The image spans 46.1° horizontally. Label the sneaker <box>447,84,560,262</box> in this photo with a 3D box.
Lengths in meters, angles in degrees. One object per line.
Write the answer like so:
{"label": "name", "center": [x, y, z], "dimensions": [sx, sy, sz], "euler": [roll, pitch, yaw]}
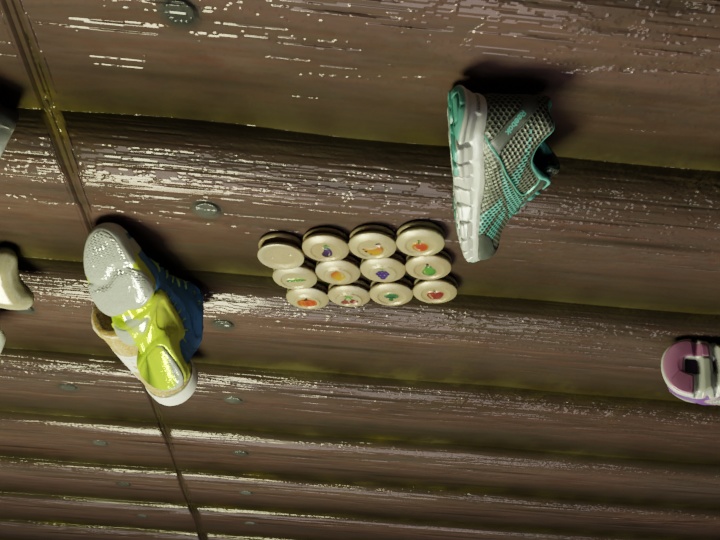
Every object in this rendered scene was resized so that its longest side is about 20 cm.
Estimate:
{"label": "sneaker", "center": [0.121, -0.073, 0.705], "dimensions": [0.089, 0.079, 0.201], "euler": [-5, 151, 6]}

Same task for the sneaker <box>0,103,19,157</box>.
{"label": "sneaker", "center": [-0.370, -0.094, 0.707], "dimensions": [0.105, 0.076, 0.198], "euler": [29, 140, -33]}

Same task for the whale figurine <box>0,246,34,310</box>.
{"label": "whale figurine", "center": [-0.460, 0.023, 0.914], "dimensions": [0.196, 0.104, 0.162], "euler": [-18, 125, -9]}

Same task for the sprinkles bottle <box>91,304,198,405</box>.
{"label": "sprinkles bottle", "center": [-0.258, 0.096, 1.030], "dimensions": [0.066, 0.070, 0.201], "euler": [-2, 149, 9]}

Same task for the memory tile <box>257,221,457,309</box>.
{"label": "memory tile", "center": [0.000, 0.000, 0.894], "dimensions": [0.195, 0.017, 0.154], "euler": [-4, 149, 12]}

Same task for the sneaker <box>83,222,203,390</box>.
{"label": "sneaker", "center": [-0.226, 0.024, 0.912], "dimensions": [0.074, 0.106, 0.204], "euler": [-2, 120, 21]}

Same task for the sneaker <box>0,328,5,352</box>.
{"label": "sneaker", "center": [-0.513, 0.058, 0.993], "dimensions": [0.198, 0.082, 0.075], "euler": [33, 165, -12]}

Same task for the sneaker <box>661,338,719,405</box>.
{"label": "sneaker", "center": [0.458, 0.129, 1.018], "dimensions": [0.195, 0.082, 0.089], "euler": [3, 157, 10]}
